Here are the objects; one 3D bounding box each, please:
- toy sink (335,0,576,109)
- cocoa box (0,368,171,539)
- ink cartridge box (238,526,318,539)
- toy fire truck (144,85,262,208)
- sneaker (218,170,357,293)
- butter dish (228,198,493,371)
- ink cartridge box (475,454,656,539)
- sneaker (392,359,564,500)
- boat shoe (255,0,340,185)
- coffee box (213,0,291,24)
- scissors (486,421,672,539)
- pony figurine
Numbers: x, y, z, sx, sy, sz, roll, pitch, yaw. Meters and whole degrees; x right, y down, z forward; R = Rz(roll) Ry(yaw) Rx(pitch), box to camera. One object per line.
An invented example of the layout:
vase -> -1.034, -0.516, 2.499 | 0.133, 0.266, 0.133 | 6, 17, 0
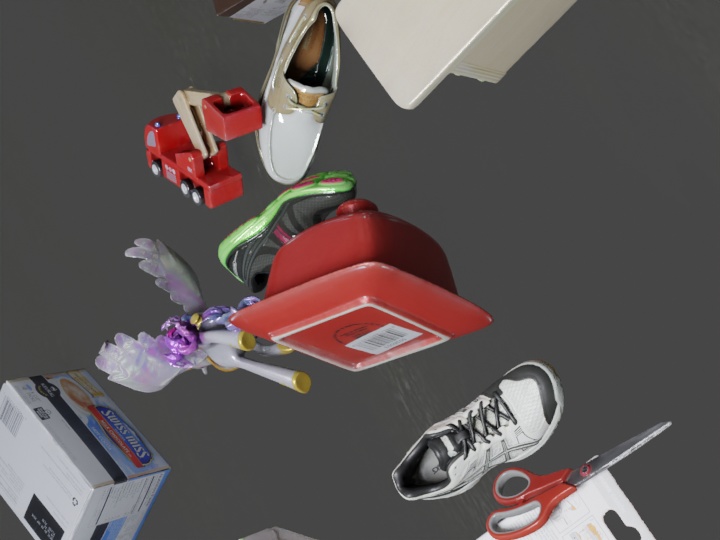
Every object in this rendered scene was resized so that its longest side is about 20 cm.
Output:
toy sink -> 0.098, -0.255, 1.104 | 0.200, 0.112, 0.131 | -45, 68, 26
cocoa box -> -0.358, 0.239, 1.488 | 0.200, 0.131, 0.134 | 42, 117, 27
ink cartridge box -> -0.077, 0.399, 1.324 | 0.116, 0.067, 0.203 | 9, 99, 35
toy fire truck -> -0.178, -0.148, 1.319 | 0.199, 0.048, 0.142 | 33, 137, 43
sneaker -> -0.067, -0.042, 1.286 | 0.199, 0.077, 0.084 | -34, 91, 38
butter dish -> 0.000, 0.000, 1.180 | 0.199, 0.199, 0.149 | -22, 57, 36
ink cartridge box -> 0.194, 0.296, 1.132 | 0.199, 0.050, 0.162 | -39, 70, 14
sneaker -> 0.111, 0.163, 1.146 | 0.200, 0.087, 0.076 | -48, 65, 29
boat shoe -> -0.064, -0.186, 1.247 | 0.068, 0.074, 0.202 | -143, 59, -69
coffee box -> -0.070, -0.349, 1.245 | 0.199, 0.079, 0.116 | -21, 81, 37
scissors -> 0.199, 0.196, 1.102 | 0.199, 0.014, 0.074 | -24, 43, 31
pony figurine -> -0.172, 0.071, 1.309 | 0.198, 0.193, 0.168 | -1, 60, 38
